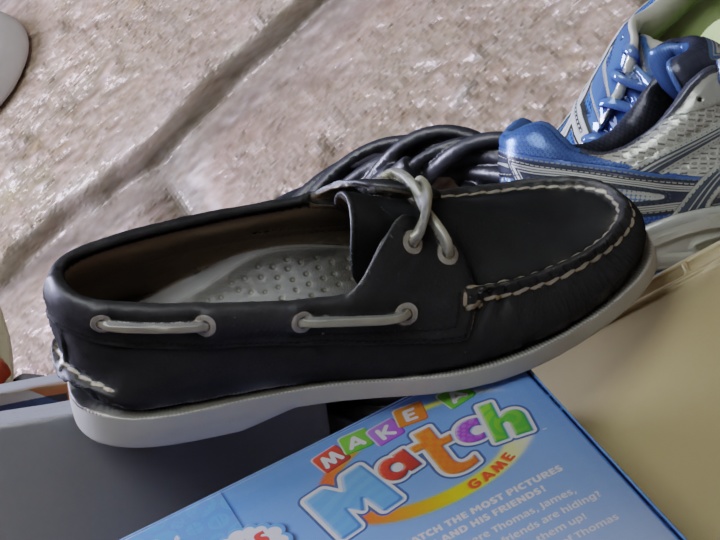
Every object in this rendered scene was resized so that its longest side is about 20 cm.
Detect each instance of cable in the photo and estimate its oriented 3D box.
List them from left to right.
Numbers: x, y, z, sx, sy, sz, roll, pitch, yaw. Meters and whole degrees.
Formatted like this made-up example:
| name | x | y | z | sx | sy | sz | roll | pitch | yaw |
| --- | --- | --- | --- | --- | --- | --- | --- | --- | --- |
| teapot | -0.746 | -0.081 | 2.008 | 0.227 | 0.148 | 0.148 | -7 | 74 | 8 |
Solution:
| name | x | y | z | sx | sy | sz | roll | pitch | yaw |
| --- | --- | --- | --- | --- | --- | --- | --- | --- | --- |
| cable | 0.000 | 0.000 | 0.837 | 0.200 | 0.051 | 0.163 | 13 | 65 | 46 |

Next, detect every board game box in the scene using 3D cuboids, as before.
| name | x | y | z | sx | sy | sz | roll | pitch | yaw |
| --- | --- | --- | --- | --- | --- | --- | --- | --- | --- |
| board game box | 0.027 | 0.115 | 0.542 | 0.151 | 0.037 | 0.200 | -26 | 38 | -12 |

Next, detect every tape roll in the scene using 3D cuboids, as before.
| name | x | y | z | sx | sy | sz | roll | pitch | yaw |
| --- | --- | --- | --- | --- | --- | --- | --- | --- | --- |
| tape roll | -0.109 | 0.077 | 0.723 | 0.200 | 0.200 | 0.066 | -7 | 94 | 36 |

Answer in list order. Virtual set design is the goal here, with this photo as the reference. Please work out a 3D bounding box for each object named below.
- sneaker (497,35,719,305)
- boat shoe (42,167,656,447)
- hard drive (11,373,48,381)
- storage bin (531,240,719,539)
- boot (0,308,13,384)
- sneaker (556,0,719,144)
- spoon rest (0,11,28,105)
| name | x | y | z | sx | sy | sz | roll | pitch | yaw |
| --- | --- | --- | --- | --- | --- | --- | --- | --- | --- |
| sneaker | 0.141 | -0.047 | 0.682 | 0.200 | 0.085 | 0.077 | -17 | 4 | -6 |
| boat shoe | -0.002 | 0.000 | 0.617 | 0.200 | 0.060 | 0.074 | -12 | 37 | -2 |
| hard drive | -0.166 | 0.141 | 0.861 | 0.135 | 0.042 | 0.200 | -36 | 40 | 10 |
| storage bin | 0.116 | 0.106 | 0.614 | 0.198 | 0.094 | 0.200 | -30 | 42 | 18 |
| boot | -0.208 | 0.080 | 0.864 | 0.107 | 0.075 | 0.200 | -26 | 40 | 15 |
| sneaker | 0.105 | -0.052 | 0.752 | 0.076 | 0.077 | 0.200 | 26 | 71 | 26 |
| spoon rest | -0.291 | -0.122 | 1.197 | 0.200 | 0.061 | 0.099 | 4 | 59 | 27 |
